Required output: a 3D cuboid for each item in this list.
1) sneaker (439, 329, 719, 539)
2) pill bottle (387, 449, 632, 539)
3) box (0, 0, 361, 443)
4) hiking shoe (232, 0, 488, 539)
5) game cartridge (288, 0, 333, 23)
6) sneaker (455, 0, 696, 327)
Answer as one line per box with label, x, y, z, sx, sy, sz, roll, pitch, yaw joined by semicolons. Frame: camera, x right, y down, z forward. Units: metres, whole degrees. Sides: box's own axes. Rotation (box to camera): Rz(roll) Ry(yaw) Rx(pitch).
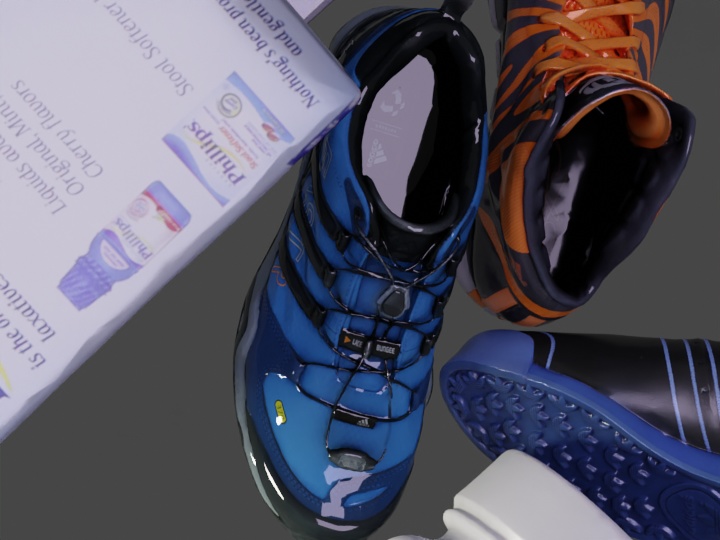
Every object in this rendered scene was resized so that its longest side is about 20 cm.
sneaker;0.130;0.055;0.894;0.200;0.070;0.078;21;51;20
pill bottle;0.017;0.165;0.862;0.200;0.113;0.113;-45;98;-10
box;-0.120;-0.023;0.803;0.200;0.184;0.105;-43;99;-9
hiking shoe;0.000;0.000;0.876;0.074;0.087;0.201;8;87;-10
game cartridge;-0.012;-0.182;0.906;0.200;0.038;0.130;-42;93;-11
sneaker;0.088;-0.078;0.884;0.077;0.112;0.201;8;87;-12
